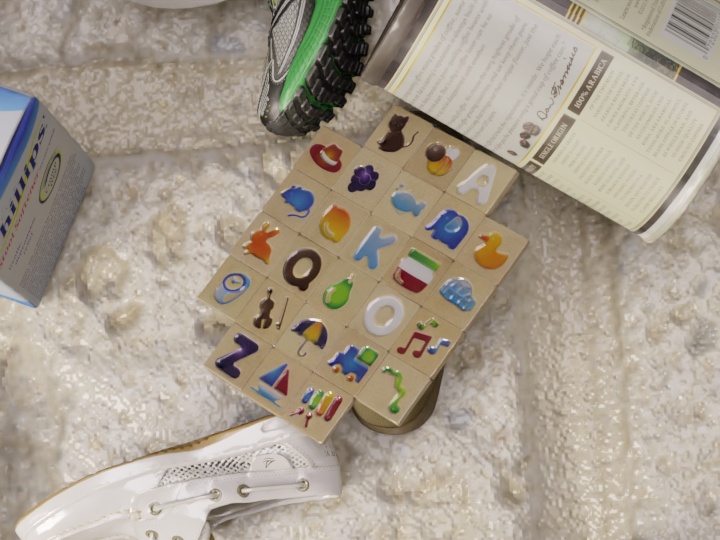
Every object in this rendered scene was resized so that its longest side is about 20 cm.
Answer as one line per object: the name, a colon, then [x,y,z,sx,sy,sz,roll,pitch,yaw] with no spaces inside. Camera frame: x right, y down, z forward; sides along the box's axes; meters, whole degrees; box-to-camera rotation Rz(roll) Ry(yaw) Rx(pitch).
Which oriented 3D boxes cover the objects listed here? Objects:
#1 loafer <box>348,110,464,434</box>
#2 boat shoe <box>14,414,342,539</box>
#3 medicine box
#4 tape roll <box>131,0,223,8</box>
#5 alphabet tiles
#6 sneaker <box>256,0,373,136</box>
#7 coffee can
loafer: [0.031,-0.002,1.448,0.076,0.067,0.201,3,82,4]
boat shoe: [-0.107,0.143,1.435,0.199,0.071,0.069,-19,79,0]
medicine box: [-0.273,-0.066,1.413,0.182,0.200,0.103,19,83,7]
tape roll: [-0.106,-0.264,1.463,0.202,0.071,0.203,-9,64,18]
alphabet tiles: [0.000,0.000,1.417,0.166,0.006,0.200,30,79,32]
sneaker: [-0.035,-0.176,1.483,0.085,0.078,0.201,7,71,14]
coffee can: [0.121,-0.127,1.404,0.200,0.146,0.147,30,84,-3]
